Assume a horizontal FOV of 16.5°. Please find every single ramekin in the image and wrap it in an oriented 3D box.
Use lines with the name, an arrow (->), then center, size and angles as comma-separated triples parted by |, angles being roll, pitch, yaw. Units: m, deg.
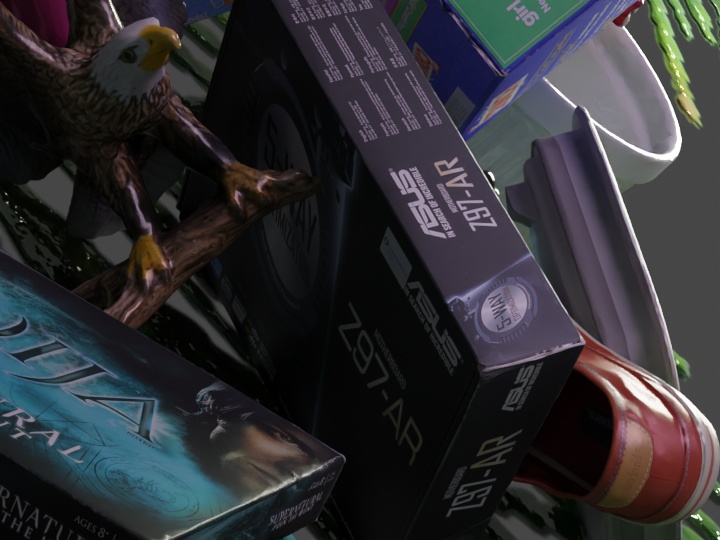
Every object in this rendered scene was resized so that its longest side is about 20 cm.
ramekin -> 0.063, -0.103, 1.298 | 0.200, 0.105, 0.200 | 40, 24, -21

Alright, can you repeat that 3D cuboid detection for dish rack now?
dish rack -> 0.102, 0.047, 1.100 | 0.200, 0.043, 0.172 | 80, -3, -48

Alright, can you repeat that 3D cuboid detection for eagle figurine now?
eagle figurine -> -0.107, -0.084, 0.896 | 0.200, 0.151, 0.152 | 53, 32, -9

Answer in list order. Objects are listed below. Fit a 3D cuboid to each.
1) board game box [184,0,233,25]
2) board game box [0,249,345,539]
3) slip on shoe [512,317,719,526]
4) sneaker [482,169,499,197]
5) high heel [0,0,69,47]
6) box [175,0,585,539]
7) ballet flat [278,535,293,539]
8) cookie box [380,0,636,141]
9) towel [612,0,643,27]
board game box -> -0.064, -0.194, 1.159 | 0.200, 0.151, 0.037 | -105, 176, -47
board game box -> -0.116, 0.031, 0.762 | 0.200, 0.028, 0.135 | 30, 18, 17
slip on shoe -> 0.052, 0.043, 0.991 | 0.061, 0.074, 0.200 | 10, 15, -47
sneaker -> 0.027, -0.005, 1.094 | 0.078, 0.090, 0.200 | 4, 50, -59
high heel -> -0.169, -0.160, 1.038 | 0.096, 0.067, 0.200 | 7, 52, -31
box -> 0.000, 0.000, 0.955 | 0.043, 0.160, 0.200 | -15, 60, -26
ballet flat -> 0.008, 0.163, 0.797 | 0.200, 0.070, 0.067 | 51, 21, 5
cookie box -> 0.099, -0.152, 1.112 | 0.075, 0.200, 0.171 | 50, -13, 2
towel -> 0.086, -0.215, 1.281 | 0.200, 0.022, 0.145 | 56, 6, 0
